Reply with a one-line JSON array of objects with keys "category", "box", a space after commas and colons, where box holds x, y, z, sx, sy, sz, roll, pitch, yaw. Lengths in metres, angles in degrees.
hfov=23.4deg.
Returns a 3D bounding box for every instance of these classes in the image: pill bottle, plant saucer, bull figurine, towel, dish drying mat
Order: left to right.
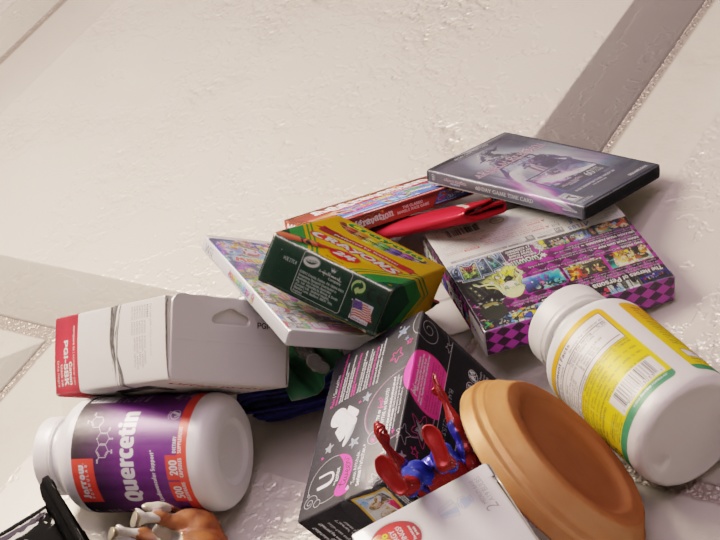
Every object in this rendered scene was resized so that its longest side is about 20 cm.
[{"category": "pill bottle", "box": [-0.211, 0.176, 1.672, 0.199, 0.113, 0.113, -4, 41, 22]}, {"category": "bull figurine", "box": [-0.147, 0.273, 1.543, 0.065, 0.121, 0.200, -64, 28, 14]}, {"category": "towel", "box": [-0.054, 0.067, 1.783, 0.147, 0.050, 0.200, -13, 40, 7]}, {"category": "dish drying mat", "box": [0.051, -0.048, 1.801, 0.200, 0.018, 0.077, -10, 7, 41]}, {"category": "plant saucer", "box": [0.167, 0.162, 1.440, 0.037, 0.200, 0.200, -47, 33, 19]}, {"category": "pill bottle", "box": [0.236, 0.094, 1.548, 0.113, 0.113, 0.200, -31, 39, -12]}]

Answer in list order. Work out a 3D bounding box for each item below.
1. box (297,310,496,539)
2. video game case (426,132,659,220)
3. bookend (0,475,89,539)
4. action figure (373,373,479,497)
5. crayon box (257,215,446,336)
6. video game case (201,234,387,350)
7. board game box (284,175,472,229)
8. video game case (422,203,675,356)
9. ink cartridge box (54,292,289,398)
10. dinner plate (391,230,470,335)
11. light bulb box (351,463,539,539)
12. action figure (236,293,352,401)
[{"category": "box", "box": [0.042, 0.163, 1.529, 0.115, 0.132, 0.200, -29, 31, 34]}, {"category": "video game case", "box": [0.190, -0.101, 1.819, 0.200, 0.019, 0.143, 17, 31, 37]}, {"category": "bookend", "box": [-0.318, 0.319, 1.571, 0.198, 0.092, 0.200, -31, 37, -10]}, {"category": "action figure", "box": [0.045, 0.131, 1.365, 0.065, 0.200, 0.099, -31, 74, 4]}, {"category": "crayon box", "box": [0.000, 0.000, 1.656, 0.127, 0.051, 0.200, 25, 14, 15]}, {"category": "video game case", "box": [-0.051, 0.022, 1.669, 0.143, 0.018, 0.200, 6, 23, -33]}, {"category": "board game box", "box": [0.028, -0.070, 1.845, 0.199, 0.020, 0.103, -19, 12, -32]}, {"category": "video game case", "box": [0.184, -0.004, 1.727, 0.199, 0.036, 0.181, -16, 36, -11]}, {"category": "ink cartridge box", "box": [-0.184, 0.079, 1.688, 0.200, 0.146, 0.083, -12, 76, 49]}, {"category": "dinner plate", "box": [0.089, -0.006, 1.817, 0.199, 0.024, 0.201, -13, 38, 10]}, {"category": "light bulb box", "box": [0.109, 0.291, 1.303, 0.124, 0.200, 0.198, -28, 38, -6]}, {"category": "action figure", "box": [-0.074, 0.042, 1.744, 0.118, 0.055, 0.200, -35, 38, -14]}]
